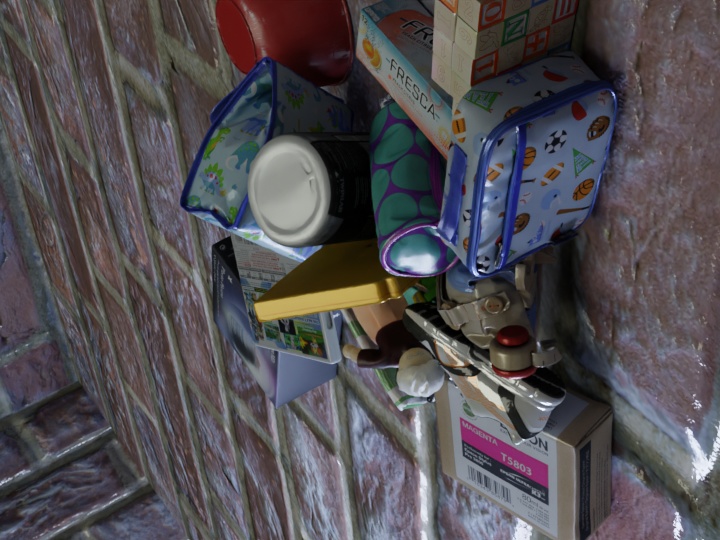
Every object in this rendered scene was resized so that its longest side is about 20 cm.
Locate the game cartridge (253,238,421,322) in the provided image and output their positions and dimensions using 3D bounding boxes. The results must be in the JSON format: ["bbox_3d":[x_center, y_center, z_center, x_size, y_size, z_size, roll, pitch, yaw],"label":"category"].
[{"bbox_3d":[0.000,0.000,1.409,0.174,0.200,0.033,-10,107,29],"label":"game cartridge"}]

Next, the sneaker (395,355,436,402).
[{"bbox_3d":[0.069,0.104,1.588,0.200,0.087,0.075,37,146,52],"label":"sneaker"}]

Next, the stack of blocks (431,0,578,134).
[{"bbox_3d":[0.125,-0.188,1.132,0.059,0.114,0.201,48,153,33],"label":"stack of blocks"}]

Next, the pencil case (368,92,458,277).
[{"bbox_3d":[0.056,-0.089,1.312,0.092,0.085,0.202,-39,38,34],"label":"pencil case"}]

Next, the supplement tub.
[{"bbox_3d":[-0.022,-0.092,1.416,0.121,0.199,0.125,3,96,34],"label":"supplement tub"}]

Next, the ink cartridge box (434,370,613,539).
[{"bbox_3d":[0.178,0.190,1.410,0.199,0.075,0.166,26,139,38],"label":"ink cartridge box"}]

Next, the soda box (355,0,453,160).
[{"bbox_3d":[0.075,-0.193,1.300,0.201,0.063,0.069,51,154,27],"label":"soda box"}]

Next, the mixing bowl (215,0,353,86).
[{"bbox_3d":[-0.105,-0.300,1.528,0.200,0.107,0.202,46,151,36],"label":"mixing bowl"}]

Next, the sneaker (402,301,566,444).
[{"bbox_3d":[0.115,0.104,1.322,0.199,0.073,0.081,37,119,28],"label":"sneaker"}]

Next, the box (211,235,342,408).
[{"bbox_3d":[-0.131,0.065,1.945,0.199,0.122,0.201,50,154,28],"label":"box"}]

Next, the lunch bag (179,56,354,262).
[{"bbox_3d":[-0.098,-0.130,1.503,0.127,0.202,0.169,24,180,37],"label":"lunch bag"}]

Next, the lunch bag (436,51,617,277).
[{"bbox_3d":[0.143,-0.087,1.136,0.076,0.159,0.202,47,151,34],"label":"lunch bag"}]

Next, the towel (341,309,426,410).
[{"bbox_3d":[0.023,0.089,1.668,0.202,0.023,0.152,61,-168,10],"label":"towel"}]

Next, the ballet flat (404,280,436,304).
[{"bbox_3d":[0.033,0.016,1.573,0.197,0.063,0.069,19,132,10],"label":"ballet flat"}]

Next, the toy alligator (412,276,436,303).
[{"bbox_3d":[0.092,0.018,1.503,0.201,0.059,0.054,58,-163,16],"label":"toy alligator"}]

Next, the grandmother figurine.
[{"bbox_3d":[0.037,0.070,1.423,0.061,0.120,0.201,59,178,-41],"label":"grandmother figurine"}]

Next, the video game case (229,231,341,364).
[{"bbox_3d":[-0.104,0.025,1.731,0.199,0.022,0.185,8,113,53],"label":"video game case"}]

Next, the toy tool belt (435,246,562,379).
[{"bbox_3d":[0.135,0.008,1.276,0.201,0.123,0.125,-98,0,-66],"label":"toy tool belt"}]
